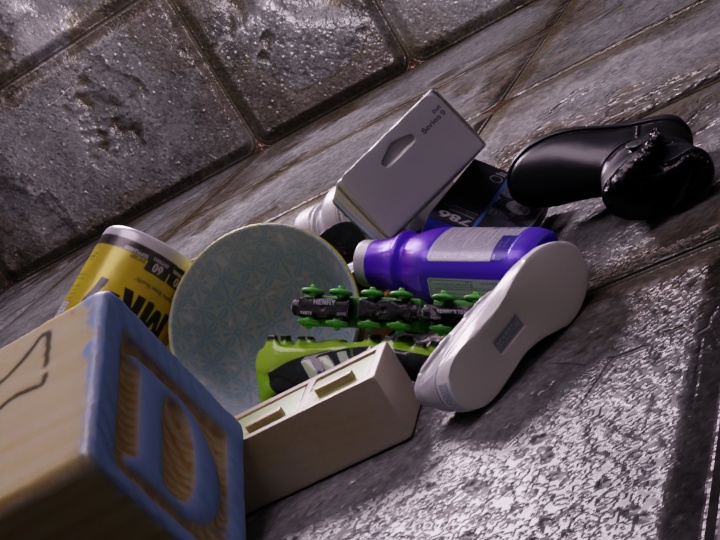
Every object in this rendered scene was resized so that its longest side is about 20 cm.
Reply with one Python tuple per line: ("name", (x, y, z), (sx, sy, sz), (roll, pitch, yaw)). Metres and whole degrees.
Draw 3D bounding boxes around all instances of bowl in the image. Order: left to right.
("bowl", (-0.083, 0.063, 1.314), (0.200, 0.201, 0.108), (-31, -20, 4))

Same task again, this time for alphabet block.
("alphabet block", (-0.221, 0.173, 1.001), (0.199, 0.197, 0.196), (-28, 34, 15))

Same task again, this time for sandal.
("sandal", (-0.049, 0.024, 1.514), (0.201, 0.075, 0.048), (-54, 11, -24))

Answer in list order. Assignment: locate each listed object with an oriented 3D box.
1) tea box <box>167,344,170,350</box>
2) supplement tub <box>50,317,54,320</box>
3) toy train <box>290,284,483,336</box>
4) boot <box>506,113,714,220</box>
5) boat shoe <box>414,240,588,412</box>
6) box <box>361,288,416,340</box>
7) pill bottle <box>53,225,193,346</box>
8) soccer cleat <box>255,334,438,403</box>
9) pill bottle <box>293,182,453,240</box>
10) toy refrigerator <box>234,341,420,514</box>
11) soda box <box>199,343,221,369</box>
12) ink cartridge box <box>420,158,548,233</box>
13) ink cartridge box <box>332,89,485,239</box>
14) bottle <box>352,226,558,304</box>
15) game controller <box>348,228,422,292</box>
("tea box", (-0.225, 0.108, 1.498), (0.196, 0.134, 0.200), (-27, 13, 15))
("supplement tub", (-0.391, 0.141, 1.741), (0.140, 0.141, 0.200), (-26, 14, 24))
("toy train", (0.033, 0.040, 1.191), (0.199, 0.042, 0.056), (2, -11, 23))
("boot", (0.237, -0.094, 1.270), (0.199, 0.077, 0.168), (-13, 15, 13))
("boat shoe", (0.118, 0.048, 1.097), (0.068, 0.072, 0.200), (-12, 32, 54))
("box", (0.029, 0.026, 1.430), (0.200, 0.042, 0.119), (-42, 16, -29))
("pill bottle", (-0.254, 0.066, 1.320), (0.114, 0.114, 0.201), (-8, 52, 60))
("soccer cleat", (-0.006, 0.099, 1.191), (0.199, 0.081, 0.067), (-2, -3, 27))
("pill bottle", (0.015, -0.064, 1.622), (0.200, 0.115, 0.114), (-21, 17, 39))
("toy refrigerator", (-0.053, 0.139, 1.126), (0.199, 0.070, 0.076), (-27, 13, 19))
("soda box", (-0.196, 0.165, 1.296), (0.063, 0.070, 0.200), (-22, 26, 35))
("ink cartridge box", (0.128, -0.048, 1.352), (0.200, 0.099, 0.039), (-52, -19, -53))
("ink cartridge box", (0.047, -0.105, 1.413), (0.145, 0.088, 0.200), (-45, -1, -3))
("bottle", (0.087, -0.004, 1.228), (0.199, 0.066, 0.084), (1, 26, 33))
("game controller", (0.000, 0.000, 1.414), (0.199, 0.042, 0.104), (-25, 14, 25))
